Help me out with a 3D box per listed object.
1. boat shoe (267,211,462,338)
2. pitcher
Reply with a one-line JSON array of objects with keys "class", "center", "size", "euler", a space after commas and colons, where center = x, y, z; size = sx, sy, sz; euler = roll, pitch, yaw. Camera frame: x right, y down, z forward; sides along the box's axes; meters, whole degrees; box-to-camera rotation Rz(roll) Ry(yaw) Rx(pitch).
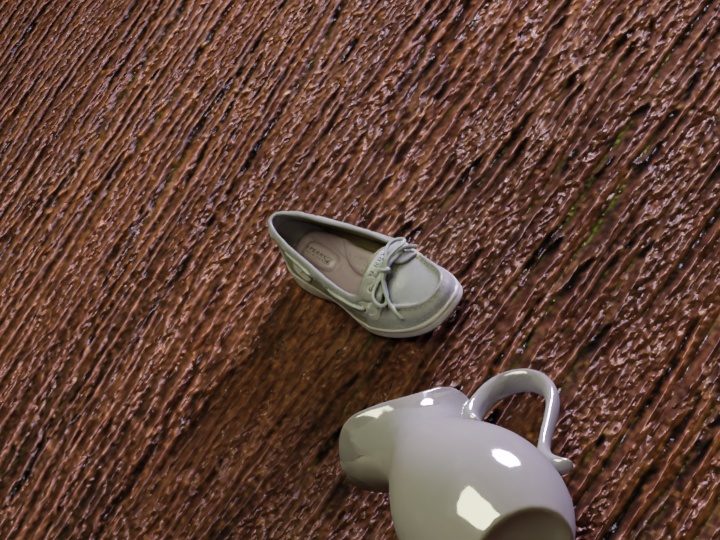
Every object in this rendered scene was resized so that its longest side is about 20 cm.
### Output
[{"class": "boat shoe", "center": [0.000, -0.002, 1.669], "size": [0.202, 0.065, 0.075], "euler": [26, 74, 46]}, {"class": "pitcher", "center": [0.094, 0.148, 1.452], "size": [0.171, 0.121, 0.200], "euler": [-30, 30, -9]}]
